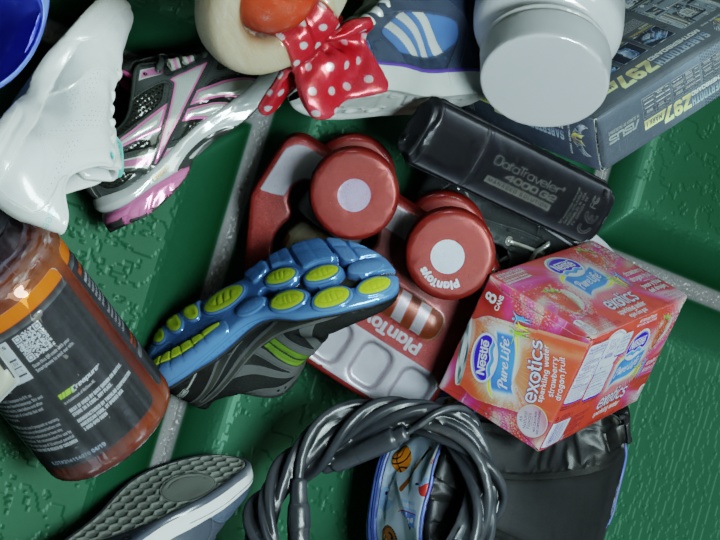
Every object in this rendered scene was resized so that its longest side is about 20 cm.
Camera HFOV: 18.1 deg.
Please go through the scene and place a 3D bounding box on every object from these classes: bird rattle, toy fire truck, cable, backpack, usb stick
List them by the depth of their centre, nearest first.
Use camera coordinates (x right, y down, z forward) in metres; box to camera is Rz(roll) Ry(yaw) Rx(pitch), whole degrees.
[{"bbox_3d":[-0.047,-0.188,1.481,0.162,0.113,0.201,-11,137,-44],"label":"bird rattle"},{"bbox_3d":[0.012,0.174,1.637,0.163,0.051,0.200,37,82,12],"label":"cable"},{"bbox_3d":[0.000,0.000,1.669,0.199,0.112,0.169,31,98,-6],"label":"toy fire truck"},{"bbox_3d":[0.112,-0.074,1.699,0.199,0.033,0.056,23,102,-36],"label":"usb stick"},{"bbox_3d":[0.097,0.179,1.745,0.190,0.153,0.202,22,76,-42],"label":"backpack"}]

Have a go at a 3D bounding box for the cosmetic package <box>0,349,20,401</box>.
[{"bbox_3d":[-0.306,0.042,1.412,0.071,0.199,0.106,-44,119,-23],"label":"cosmetic package"}]

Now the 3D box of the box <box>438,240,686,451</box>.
[{"bbox_3d":[0.155,0.052,1.697,0.200,0.095,0.100,-17,135,-60],"label":"box"}]

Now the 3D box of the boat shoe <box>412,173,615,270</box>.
[{"bbox_3d":[0.121,-0.027,1.782,0.199,0.073,0.068,29,88,-40],"label":"boat shoe"}]

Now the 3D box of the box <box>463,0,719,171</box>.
[{"bbox_3d":[0.200,-0.162,1.765,0.199,0.157,0.051,-33,127,-28],"label":"box"}]

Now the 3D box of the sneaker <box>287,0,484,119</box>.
[{"bbox_3d":[0.009,-0.192,1.662,0.199,0.080,0.148,-4,79,-46],"label":"sneaker"}]

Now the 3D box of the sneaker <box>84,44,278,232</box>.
[{"bbox_3d":[-0.130,-0.124,1.593,0.086,0.080,0.200,49,62,-18],"label":"sneaker"}]

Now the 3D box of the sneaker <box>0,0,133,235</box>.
[{"bbox_3d":[-0.189,-0.101,1.518,0.088,0.075,0.201,34,50,-9],"label":"sneaker"}]

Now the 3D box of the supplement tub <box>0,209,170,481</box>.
[{"bbox_3d":[-0.221,0.039,1.529,0.107,0.107,0.201,-45,119,-22],"label":"supplement tub"}]

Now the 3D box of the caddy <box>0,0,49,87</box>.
[{"bbox_3d":[-0.296,-0.171,1.448,0.199,0.105,0.142,-24,108,-30],"label":"caddy"}]

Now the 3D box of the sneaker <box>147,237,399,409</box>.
[{"bbox_3d":[-0.058,0.041,1.623,0.083,0.199,0.071,46,25,-43],"label":"sneaker"}]

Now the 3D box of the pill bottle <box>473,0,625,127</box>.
[{"bbox_3d":[0.142,-0.211,1.689,0.113,0.113,0.201,39,42,-32],"label":"pill bottle"}]

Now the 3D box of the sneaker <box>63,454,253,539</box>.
[{"bbox_3d":[-0.145,0.233,1.631,0.202,0.077,0.147,-34,123,-36],"label":"sneaker"}]
